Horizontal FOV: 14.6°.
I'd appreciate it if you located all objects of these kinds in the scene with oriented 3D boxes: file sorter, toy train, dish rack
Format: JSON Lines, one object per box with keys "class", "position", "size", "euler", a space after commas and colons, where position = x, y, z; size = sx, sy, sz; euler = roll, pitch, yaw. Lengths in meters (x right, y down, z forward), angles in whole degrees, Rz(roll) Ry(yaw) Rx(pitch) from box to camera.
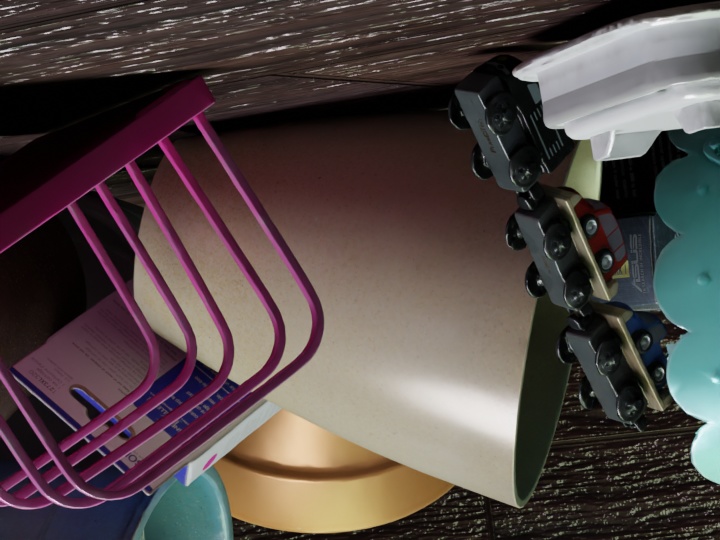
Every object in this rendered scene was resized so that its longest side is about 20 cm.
{"class": "file sorter", "position": [-0.123, 0.020, 1.173], "size": [0.139, 0.126, 0.200], "euler": [-36, -169, -23]}
{"class": "toy train", "position": [0.091, -0.010, 1.216], "size": [0.034, 0.201, 0.046], "euler": [15, -129, 46]}
{"class": "dish rack", "position": [0.175, -0.078, 1.103], "size": [0.199, 0.044, 0.172], "euler": [-7, 177, -17]}

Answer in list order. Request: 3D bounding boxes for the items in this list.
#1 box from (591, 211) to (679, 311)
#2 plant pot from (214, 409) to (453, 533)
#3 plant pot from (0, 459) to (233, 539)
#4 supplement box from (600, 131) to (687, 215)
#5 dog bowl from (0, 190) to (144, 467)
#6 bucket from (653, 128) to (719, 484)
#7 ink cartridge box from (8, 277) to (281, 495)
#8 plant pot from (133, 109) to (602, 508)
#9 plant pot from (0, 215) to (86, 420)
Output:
{"class": "box", "position": [0.189, -0.006, 1.488], "size": [0.199, 0.051, 0.157], "euler": [-2, 177, -29]}
{"class": "plant pot", "position": [-0.025, 0.032, 1.624], "size": [0.199, 0.141, 0.201], "euler": [-1, -139, 0]}
{"class": "plant pot", "position": [-0.189, 0.178, 1.424], "size": [0.195, 0.202, 0.200], "euler": [9, -178, 16]}
{"class": "supplement box", "position": [0.176, -0.063, 1.508], "size": [0.199, 0.061, 0.109], "euler": [-9, 176, 24]}
{"class": "dog bowl", "position": [-0.172, 0.046, 1.536], "size": [0.199, 0.201, 0.059], "euler": [-8, 167, 15]}
{"class": "bucket", "position": [0.230, 0.013, 1.293], "size": [0.134, 0.209, 0.207], "euler": [-9, 178, 26]}
{"class": "ink cartridge box", "position": [-0.084, 0.043, 1.397], "size": [0.200, 0.095, 0.037], "euler": [-37, 162, -49]}
{"class": "plant pot", "position": [0.000, 0.000, 1.344], "size": [0.199, 0.189, 0.187], "euler": [11, -178, 12]}
{"class": "plant pot", "position": [-0.235, 0.030, 1.365], "size": [0.186, 0.188, 0.200], "euler": [-9, -170, 43]}
